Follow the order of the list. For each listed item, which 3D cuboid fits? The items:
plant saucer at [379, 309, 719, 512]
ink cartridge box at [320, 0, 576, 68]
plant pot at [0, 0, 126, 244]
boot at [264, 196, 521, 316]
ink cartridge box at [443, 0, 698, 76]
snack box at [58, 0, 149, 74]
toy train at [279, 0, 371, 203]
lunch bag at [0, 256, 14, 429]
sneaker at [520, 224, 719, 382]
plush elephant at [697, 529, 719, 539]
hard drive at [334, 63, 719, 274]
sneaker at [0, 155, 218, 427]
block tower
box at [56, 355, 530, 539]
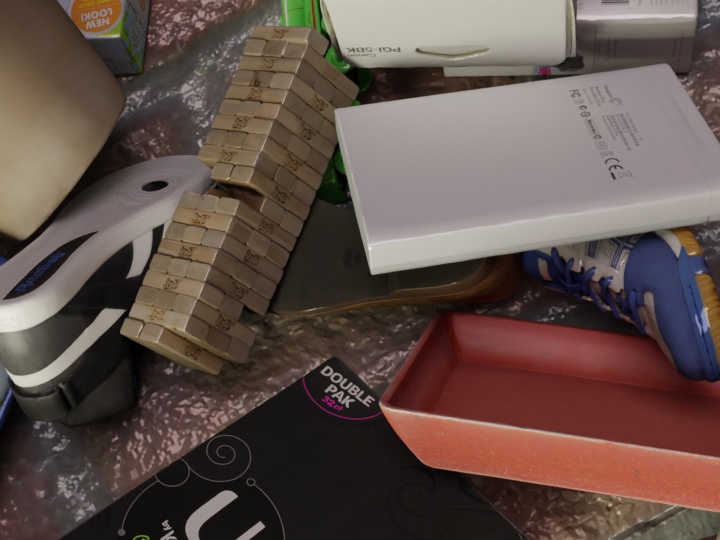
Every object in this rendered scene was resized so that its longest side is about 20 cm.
[{"bbox_3d":[0.121,0.072,0.722,0.197,0.200,0.037,7,102,10],"label":"plant saucer"},{"bbox_3d":[0.056,-0.230,0.817,0.145,0.083,0.202,0,73,9],"label":"ink cartridge box"},{"bbox_3d":[-0.243,-0.111,0.825,0.173,0.200,0.201,39,74,-20],"label":"plant pot"},{"bbox_3d":[0.000,0.000,0.825,0.198,0.075,0.074,0,73,29],"label":"boot"},{"bbox_3d":[0.109,-0.189,0.879,0.198,0.068,0.116,1,69,8],"label":"ink cartridge box"},{"bbox_3d":[-0.244,-0.203,0.947,0.198,0.053,0.144,-1,69,8],"label":"snack box"},{"bbox_3d":[-0.024,-0.134,0.894,0.056,0.042,0.202,-13,66,15],"label":"toy train"},{"bbox_3d":[-0.278,0.065,0.790,0.082,0.160,0.202,-5,57,53],"label":"lunch bag"},{"bbox_3d":[0.139,-0.001,0.778,0.087,0.076,0.201,-21,39,0],"label":"sneaker"},{"bbox_3d":[0.229,0.173,0.666,0.154,0.165,0.200,28,45,5],"label":"plush elephant"},{"bbox_3d":[0.092,-0.060,0.763,0.198,0.027,0.132,-8,39,-4],"label":"hard drive"},{"bbox_3d":[-0.147,0.017,0.836,0.072,0.113,0.200,7,33,31],"label":"sneaker"},{"bbox_3d":[-0.066,-0.042,0.808,0.054,0.058,0.202,10,74,43],"label":"block tower"},{"bbox_3d":[-0.043,0.168,0.685,0.199,0.125,0.148,-31,63,-35],"label":"box"}]
